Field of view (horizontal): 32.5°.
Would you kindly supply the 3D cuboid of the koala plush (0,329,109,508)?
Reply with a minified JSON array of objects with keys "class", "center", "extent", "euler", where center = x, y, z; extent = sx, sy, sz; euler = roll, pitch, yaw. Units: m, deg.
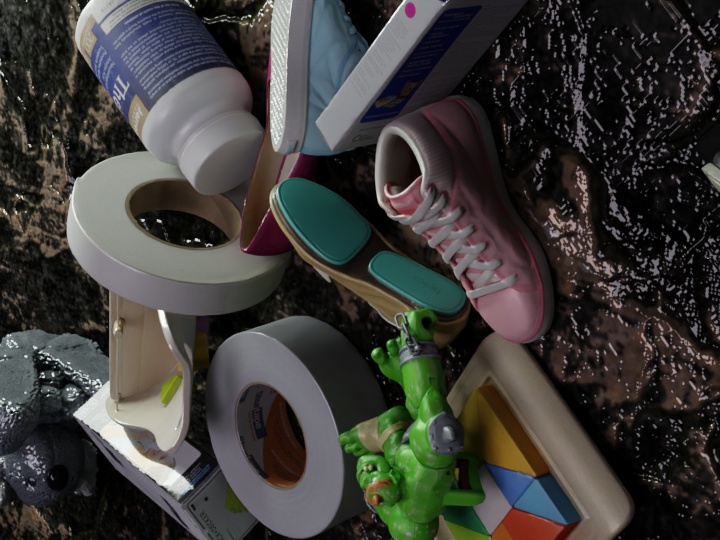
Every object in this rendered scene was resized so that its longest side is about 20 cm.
[{"class":"koala plush","center":[-0.370,0.190,1.450],"extent":[0.184,0.177,0.200],"euler":[38,130,48]}]

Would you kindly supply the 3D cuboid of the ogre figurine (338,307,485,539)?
[{"class":"ogre figurine","center":[0.042,0.139,0.978],"extent":[0.200,0.098,0.120],"euler":[-59,32,27]}]

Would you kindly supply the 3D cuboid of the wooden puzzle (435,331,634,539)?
[{"class":"wooden puzzle","center":[0.111,0.177,0.989],"extent":[0.185,0.037,0.200],"euler":[58,136,29]}]

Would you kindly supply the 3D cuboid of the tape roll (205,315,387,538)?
[{"class":"tape roll","center":[-0.061,0.146,1.163],"extent":[0.200,0.066,0.201],"euler":[19,117,44]}]

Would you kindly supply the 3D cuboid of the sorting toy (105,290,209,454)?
[{"class":"sorting toy","center":[-0.189,0.082,1.197],"extent":[0.180,0.107,0.200],"euler":[-120,31,-61]}]

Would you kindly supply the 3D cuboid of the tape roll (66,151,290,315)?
[{"class":"tape roll","center":[-0.161,-0.038,1.107],"extent":[0.203,0.203,0.037],"euler":[43,131,29]}]

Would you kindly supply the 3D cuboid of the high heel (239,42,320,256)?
[{"class":"high heel","center":[-0.075,-0.114,1.066],"extent":[0.067,0.096,0.200],"euler":[14,113,44]}]

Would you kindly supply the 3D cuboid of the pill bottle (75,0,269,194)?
[{"class":"pill bottle","center":[-0.170,-0.169,1.139],"extent":[0.200,0.111,0.111],"euler":[53,135,21]}]

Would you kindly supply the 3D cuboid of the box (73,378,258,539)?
[{"class":"box","center":[-0.206,0.209,1.310],"extent":[0.200,0.060,0.117],"euler":[29,155,39]}]

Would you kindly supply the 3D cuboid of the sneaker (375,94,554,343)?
[{"class":"sneaker","center":[0.070,-0.030,0.931],"extent":[0.075,0.105,0.201],"euler":[-21,88,47]}]

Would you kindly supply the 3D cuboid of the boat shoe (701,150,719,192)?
[{"class":"boat shoe","center":[0.294,-0.032,0.730],"extent":[0.200,0.072,0.068],"euler":[34,90,44]}]

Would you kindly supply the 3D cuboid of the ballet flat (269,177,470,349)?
[{"class":"ballet flat","center":[0.000,0.000,1.026],"extent":[0.200,0.069,0.063],"euler":[37,144,17]}]

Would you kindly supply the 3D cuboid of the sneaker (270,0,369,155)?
[{"class":"sneaker","center":[-0.029,-0.189,1.023],"extent":[0.074,0.082,0.200],"euler":[166,108,-70]}]

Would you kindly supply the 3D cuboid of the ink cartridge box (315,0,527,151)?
[{"class":"ink cartridge box","center":[0.052,-0.164,0.912],"extent":[0.200,0.095,0.037],"euler":[-45,69,45]}]
